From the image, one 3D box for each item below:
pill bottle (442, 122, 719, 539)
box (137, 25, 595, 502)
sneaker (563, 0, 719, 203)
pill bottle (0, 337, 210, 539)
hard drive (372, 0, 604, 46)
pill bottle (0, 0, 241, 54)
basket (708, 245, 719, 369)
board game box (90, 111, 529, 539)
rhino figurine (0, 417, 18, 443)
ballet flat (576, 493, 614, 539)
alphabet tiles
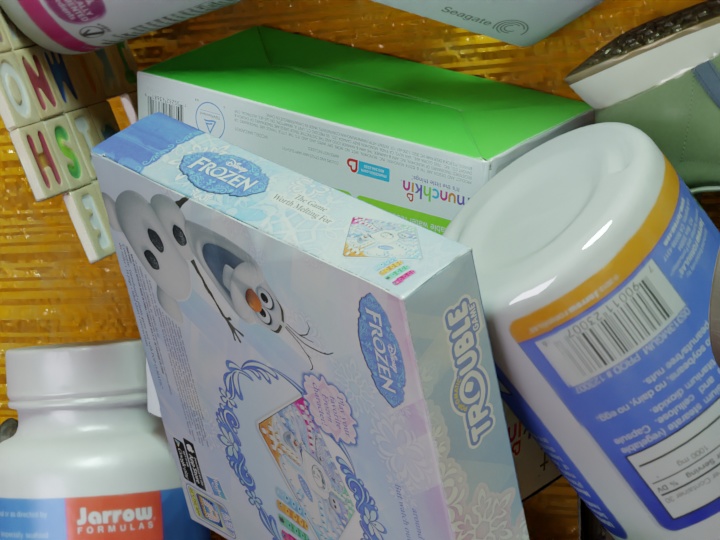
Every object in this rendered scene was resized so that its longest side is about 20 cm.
[{"bbox_3d":[0.125,0.047,1.092,0.112,0.112,0.200,-15,123,42],"label":"pill bottle"},{"bbox_3d":[0.000,0.000,1.218,0.199,0.096,0.178,15,117,35],"label":"box"},{"bbox_3d":[0.180,-0.071,1.067,0.199,0.067,0.090,-17,105,42],"label":"sneaker"},{"bbox_3d":[-0.129,0.136,1.314,0.112,0.112,0.202,-4,91,41],"label":"pill bottle"},{"bbox_3d":[0.079,-0.152,1.060,0.200,0.131,0.027,-29,55,49],"label":"hard drive"},{"bbox_3d":[-0.063,-0.174,1.168,0.199,0.113,0.114,-16,97,26],"label":"pill bottle"},{"bbox_3d":[0.239,0.017,0.964,0.199,0.180,0.137,21,138,29],"label":"basket"},{"bbox_3d":[-0.017,0.052,1.108,0.198,0.043,0.201,26,139,44],"label":"board game box"},{"bbox_3d":[-0.129,0.170,1.419,0.087,0.060,0.201,-3,105,42],"label":"rhino figurine"},{"bbox_3d":[0.120,0.124,1.201,0.067,0.046,0.201,11,114,37],"label":"ballet flat"},{"bbox_3d":[-0.135,-0.091,1.239,0.008,0.200,0.168,-21,94,14],"label":"alphabet tiles"}]
